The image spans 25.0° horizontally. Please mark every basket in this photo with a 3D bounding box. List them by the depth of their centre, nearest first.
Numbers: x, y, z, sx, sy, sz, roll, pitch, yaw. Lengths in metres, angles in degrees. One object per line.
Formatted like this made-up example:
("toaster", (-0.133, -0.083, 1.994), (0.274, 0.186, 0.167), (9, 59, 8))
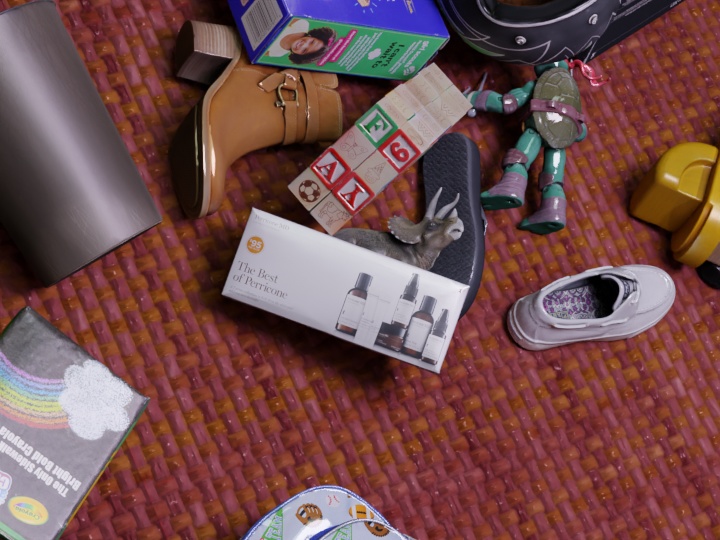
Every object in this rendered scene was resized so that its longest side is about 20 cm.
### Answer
("basket", (-0.259, -0.099, 1.329), (0.136, 0.180, 0.200), (-30, 95, -5))

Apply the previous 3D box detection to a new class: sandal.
("sandal", (0.092, -0.037, 1.528), (0.043, 0.076, 0.201), (33, 54, -43))

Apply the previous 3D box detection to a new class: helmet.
("helmet", (0.157, -0.292, 1.555), (0.200, 0.200, 0.191), (-44, 111, -34))

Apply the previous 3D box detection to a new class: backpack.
("backpack", (-0.024, 0.273, 1.291), (0.190, 0.154, 0.200), (44, 59, 8))

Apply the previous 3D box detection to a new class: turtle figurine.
("turtle figurine", (0.173, -0.145, 1.602), (0.149, 0.101, 0.201), (18, 67, -20))

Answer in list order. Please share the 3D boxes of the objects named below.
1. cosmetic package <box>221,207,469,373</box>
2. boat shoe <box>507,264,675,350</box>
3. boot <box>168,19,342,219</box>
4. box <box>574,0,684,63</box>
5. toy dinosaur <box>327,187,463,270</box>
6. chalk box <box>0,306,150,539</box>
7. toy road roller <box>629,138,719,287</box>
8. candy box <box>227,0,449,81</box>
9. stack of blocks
("cosmetic package", (-0.013, 0.018, 1.404), (0.199, 0.051, 0.083), (19, 85, 0))
("boat shoe", (0.235, 0.026, 1.572), (0.199, 0.069, 0.072), (-5, 71, -29))
("boot", (-0.089, -0.130, 1.473), (0.154, 0.074, 0.201), (11, 67, -27))
("box", (0.294, -0.322, 1.704), (0.200, 0.141, 0.079), (-34, 69, -34))
("toy dinosaur", (0.000, 0.000, 1.468), (0.199, 0.077, 0.103), (-10, 73, 3))
("chalk box", (-0.275, 0.153, 1.223), (0.125, 0.124, 0.200), (38, 58, -9))
("toy road roller", (0.365, -0.095, 1.665), (0.146, 0.123, 0.201), (23, 60, -4))
("candy box", (-0.033, -0.272, 1.525), (0.199, 0.077, 0.170), (0, 59, -40))
("stack of blocks", (0.022, -0.113, 1.471), (0.059, 0.115, 0.200), (48, 24, -1))
